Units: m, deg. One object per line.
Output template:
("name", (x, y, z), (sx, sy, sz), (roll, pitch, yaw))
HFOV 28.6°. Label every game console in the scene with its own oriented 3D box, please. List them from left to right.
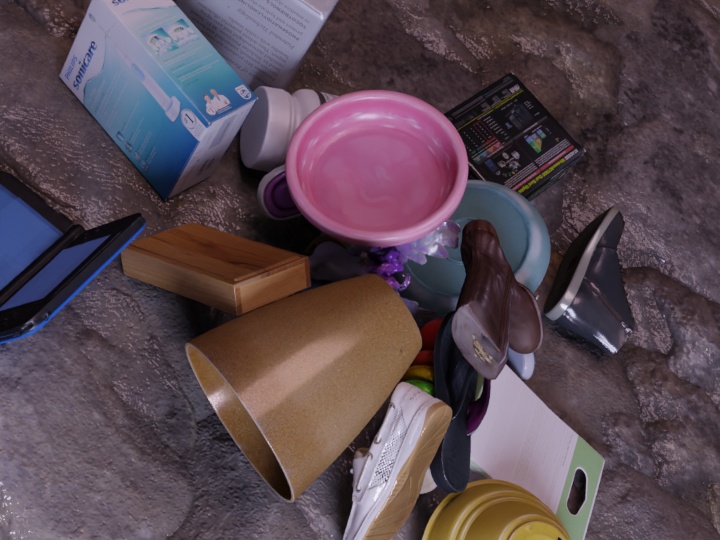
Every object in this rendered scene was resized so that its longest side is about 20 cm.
("game console", (-0.345, -0.024, 1.411), (0.119, 0.170, 0.200), (58, 44, -19))

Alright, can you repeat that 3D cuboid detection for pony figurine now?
("pony figurine", (0.000, 0.000, 1.575), (0.191, 0.168, 0.200), (23, 36, 16))

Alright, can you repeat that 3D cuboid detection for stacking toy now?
("stacking toy", (0.070, 0.138, 1.541), (0.085, 0.085, 0.201), (27, 57, -11))

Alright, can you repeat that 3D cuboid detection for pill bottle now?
("pill bottle", (-0.036, -0.151, 1.680), (0.198, 0.114, 0.115), (9, 54, -24))

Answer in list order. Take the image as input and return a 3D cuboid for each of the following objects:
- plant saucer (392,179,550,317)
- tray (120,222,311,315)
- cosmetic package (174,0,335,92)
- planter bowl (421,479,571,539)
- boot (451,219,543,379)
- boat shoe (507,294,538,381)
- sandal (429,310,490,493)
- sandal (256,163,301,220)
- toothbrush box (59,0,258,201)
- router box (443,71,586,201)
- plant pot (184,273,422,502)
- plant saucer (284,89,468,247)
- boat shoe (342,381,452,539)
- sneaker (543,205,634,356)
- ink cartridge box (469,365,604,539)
("plant saucer", (0.126, -0.030, 1.676), (0.198, 0.028, 0.202), (-4, 59, 7))
("tray", (-0.154, -0.006, 1.472), (0.098, 0.037, 0.199), (-22, 27, -39))
("cosmetic package", (-0.120, -0.327, 1.696), (0.165, 0.200, 0.168), (32, 48, -6))
("planter bowl", (0.165, 0.311, 1.460), (0.198, 0.083, 0.203), (10, 69, -26))
("boot", (0.147, 0.066, 1.506), (0.187, 0.064, 0.201), (59, 19, -26))
("boat shoe", (0.171, 0.044, 1.701), (0.085, 0.075, 0.203), (-4, 51, -37))
("sandal", (0.113, 0.138, 1.500), (0.075, 0.048, 0.203), (36, 49, -47))
("sandal", (-0.021, -0.112, 1.607), (0.201, 0.050, 0.083), (-32, 116, -10))
("toothbrush box", (-0.230, -0.206, 1.583), (0.200, 0.147, 0.085), (47, 47, 9))
("router box", (0.182, -0.157, 1.848), (0.150, 0.062, 0.199), (48, 48, 9))
("plant pot", (-0.043, 0.096, 1.408), (0.199, 0.187, 0.187), (-34, 77, -17))
("plant saucer", (0.017, -0.105, 1.538), (0.198, 0.051, 0.202), (1, 58, -1))
("boat shoe", (0.024, 0.204, 1.433), (0.069, 0.202, 0.071), (35, 19, 28))
("sneaker", (0.312, 0.015, 1.806), (0.106, 0.075, 0.201), (37, 56, -8))
("ink cartridge box", (0.185, 0.213, 1.601), (0.200, 0.048, 0.146), (44, 45, -19))
